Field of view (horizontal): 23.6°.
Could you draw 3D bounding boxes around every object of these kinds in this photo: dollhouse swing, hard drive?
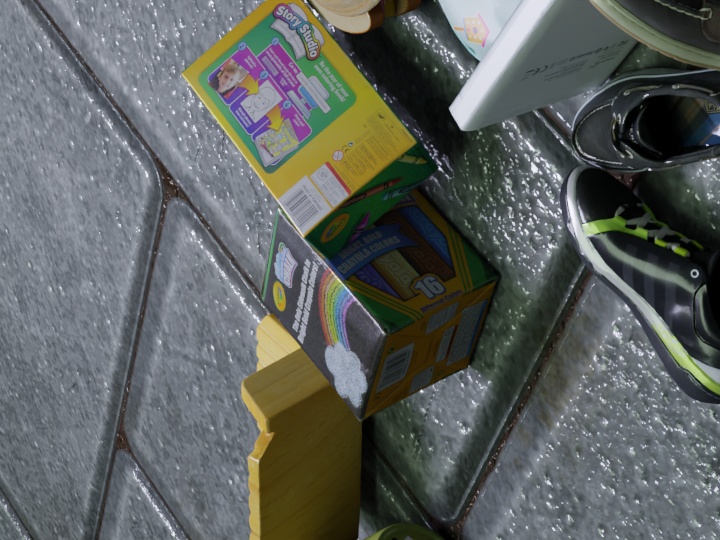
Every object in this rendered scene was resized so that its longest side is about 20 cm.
[{"bbox_3d":[-0.094,0.165,1.682,0.175,0.181,0.201,25,127,36],"label":"dollhouse swing"},{"bbox_3d":[0.149,-0.167,1.107,0.027,0.131,0.200,60,149,16],"label":"hard drive"}]

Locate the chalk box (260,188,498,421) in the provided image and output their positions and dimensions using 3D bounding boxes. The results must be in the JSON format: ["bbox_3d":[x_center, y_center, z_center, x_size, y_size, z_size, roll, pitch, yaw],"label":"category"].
[{"bbox_3d":[0.000,0.000,1.465,0.200,0.123,0.125,50,147,27],"label":"chalk box"}]

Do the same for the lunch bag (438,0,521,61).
[{"bbox_3d":[0.102,-0.251,1.180,0.201,0.077,0.160,63,148,5],"label":"lunch bag"}]

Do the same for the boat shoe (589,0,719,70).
[{"bbox_3d":[0.219,-0.150,0.995,0.065,0.199,0.072,-57,17,37],"label":"boat shoe"}]

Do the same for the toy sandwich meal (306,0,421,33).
[{"bbox_3d":[-0.004,-0.285,1.337,0.205,0.070,0.207,31,128,50],"label":"toy sandwich meal"}]

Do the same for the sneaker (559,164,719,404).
[{"bbox_3d":[0.221,-0.003,1.185,0.201,0.072,0.083,53,135,10],"label":"sneaker"}]

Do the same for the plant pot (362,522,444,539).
[{"bbox_3d":[0.016,0.338,1.640,0.187,0.186,0.201,51,132,23],"label":"plant pot"}]

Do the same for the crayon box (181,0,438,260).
[{"bbox_3d":[-0.043,-0.123,1.400,0.200,0.119,0.058,53,-175,27],"label":"crayon box"}]

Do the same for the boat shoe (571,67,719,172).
[{"bbox_3d":[0.199,-0.100,1.149,0.199,0.056,0.069,-9,103,58],"label":"boat shoe"}]
